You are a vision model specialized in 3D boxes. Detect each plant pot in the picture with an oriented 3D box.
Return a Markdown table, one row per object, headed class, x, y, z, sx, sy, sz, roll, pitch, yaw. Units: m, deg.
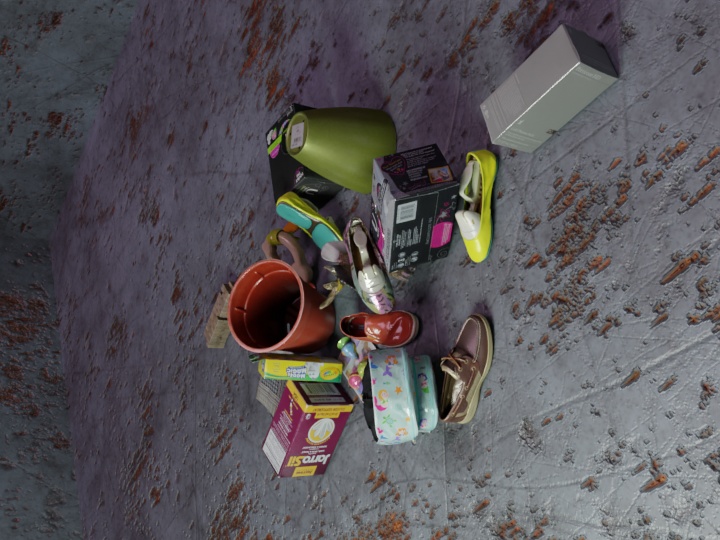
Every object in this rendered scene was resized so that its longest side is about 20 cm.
| class | x | y | z | sx | sy | sz | roll | pitch | yaw |
| --- | --- | --- | --- | --- | --- | --- | --- | --- | --- |
| plant pot | -0.055 | -0.275 | 1.611 | 0.186 | 0.197 | 0.191 | -11 | 77 | 52 |
| plant pot | -0.162 | 0.099 | 1.673 | 0.198 | 0.195 | 0.205 | -8 | 71 | 26 |

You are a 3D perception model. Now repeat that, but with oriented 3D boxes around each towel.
| class | x | y | z | sx | sy | sz | roll | pitch | yaw |
| --- | --- | --- | --- | --- | --- | --- | --- | --- | --- |
| towel | -0.202 | 0.281 | 1.870 | 0.199 | 0.034 | 0.196 | 32 | 111 | 50 |

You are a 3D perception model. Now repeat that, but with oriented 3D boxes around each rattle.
| class | x | y | z | sx | sy | sz | roll | pitch | yaw |
| --- | --- | --- | --- | --- | --- | --- | --- | --- | --- |
| rattle | -0.140 | -0.026 | 1.839 | 0.200 | 0.143 | 0.130 | 46 | 122 | 4 |

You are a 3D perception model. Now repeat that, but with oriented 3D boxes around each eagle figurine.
| class | x | y | z | sx | sy | sz | roll | pitch | yaw |
| --- | --- | --- | --- | --- | --- | --- | --- | --- | --- |
| eagle figurine | 0.006 | 0.003 | 1.557 | 0.199 | 0.149 | 0.155 | -25 | 54 | 61 |

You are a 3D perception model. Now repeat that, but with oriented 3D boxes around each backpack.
| class | x | y | z | sx | sy | sz | roll | pitch | yaw |
| --- | --- | --- | --- | --- | --- | --- | --- | --- | --- |
| backpack | 0.068 | 0.229 | 1.373 | 0.200 | 0.148 | 0.181 | 64 | -160 | -73 |

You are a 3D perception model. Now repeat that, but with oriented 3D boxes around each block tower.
| class | x | y | z | sx | sy | sz | roll | pitch | yaw |
| --- | --- | --- | --- | --- | --- | --- | --- | --- | --- |
| block tower | -0.392 | 0.127 | 2.137 | 0.058 | 0.053 | 0.202 | 51 | 124 | 45 |

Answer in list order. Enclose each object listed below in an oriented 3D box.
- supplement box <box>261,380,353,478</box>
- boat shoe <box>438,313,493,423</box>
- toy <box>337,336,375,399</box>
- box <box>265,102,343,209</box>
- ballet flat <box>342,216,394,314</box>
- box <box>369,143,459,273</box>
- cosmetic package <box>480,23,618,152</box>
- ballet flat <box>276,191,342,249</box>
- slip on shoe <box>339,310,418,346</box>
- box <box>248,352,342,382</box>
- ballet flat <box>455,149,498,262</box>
| class | x | y | z | sx | sy | sz | roll | pitch | yaw |
| --- | --- | --- | --- | --- | --- | --- | --- | --- | --- |
| supplement box | -0.121 | 0.351 | 1.669 | 0.103 | 0.129 | 0.203 | 45 | 121 | 46 |
| boat shoe | 0.180 | 0.176 | 1.331 | 0.072 | 0.071 | 0.204 | 25 | 105 | 52 |
| toy | 0.002 | 0.219 | 1.589 | 0.201 | 0.047 | 0.116 | 54 | 127 | 43 |
| box | -0.133 | -0.267 | 1.779 | 0.148 | 0.123 | 0.204 | -33 | 60 | 48 |
| ballet flat | 0.011 | -0.014 | 1.429 | 0.071 | 0.068 | 0.203 | 80 | 172 | -67 |
| box | 0.093 | -0.114 | 1.380 | 0.202 | 0.130 | 0.116 | 92 | 159 | -50 |
| cosmetic package | 0.301 | -0.289 | 1.206 | 0.200 | 0.105 | 0.092 | -40 | 54 | 46 |
| ballet flat | -0.101 | -0.110 | 1.698 | 0.067 | 0.199 | 0.067 | -46 | 10 | 43 |
| slip on shoe | 0.036 | 0.117 | 1.535 | 0.198 | 0.061 | 0.076 | -1 | 82 | 42 |
| box | -0.147 | 0.213 | 1.644 | 0.117 | 0.196 | 0.049 | -176 | 93 | -76 |
| ballet flat | 0.203 | -0.119 | 1.346 | 0.066 | 0.066 | 0.204 | 8 | 92 | 53 |
